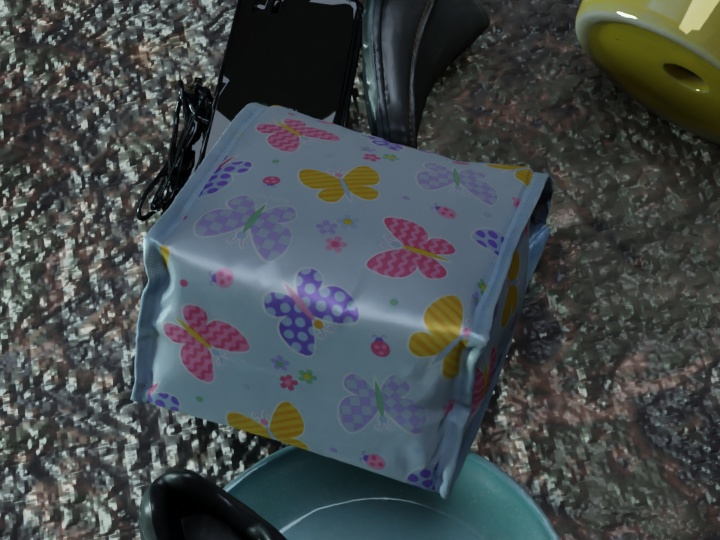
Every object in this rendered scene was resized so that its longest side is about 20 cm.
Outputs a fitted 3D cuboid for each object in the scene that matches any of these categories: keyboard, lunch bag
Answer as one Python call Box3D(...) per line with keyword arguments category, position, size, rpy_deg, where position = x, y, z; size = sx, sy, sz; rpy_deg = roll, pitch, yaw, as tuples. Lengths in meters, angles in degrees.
Box3D(category="keyboard", position=(-0.063, -0.074, 0.939), size=(0.104, 0.040, 0.200), rpy_deg=(12, 67, 0))
Box3D(category="lunch bag", position=(0.000, 0.000, 0.821), size=(0.169, 0.127, 0.200), rpy_deg=(15, 37, 8))

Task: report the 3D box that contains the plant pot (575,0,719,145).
Box3D(category="plant pot", position=(0.219, -0.177, 0.887), size=(0.201, 0.201, 0.189), rpy_deg=(30, 82, 21))

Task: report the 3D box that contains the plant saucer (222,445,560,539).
Box3D(category="plant saucer", position=(0.005, 0.173, 0.778), size=(0.200, 0.036, 0.200), rpy_deg=(-3, 58, 4))

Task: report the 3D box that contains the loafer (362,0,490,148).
Box3D(category="loafer", position=(0.040, -0.150, 0.950), size=(0.072, 0.073, 0.200), rpy_deg=(4, 61, 3))

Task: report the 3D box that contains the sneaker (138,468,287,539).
Box3D(category="sneaker", position=(-0.032, 0.164, 0.714), size=(0.200, 0.091, 0.076), rpy_deg=(36, 67, 23))
